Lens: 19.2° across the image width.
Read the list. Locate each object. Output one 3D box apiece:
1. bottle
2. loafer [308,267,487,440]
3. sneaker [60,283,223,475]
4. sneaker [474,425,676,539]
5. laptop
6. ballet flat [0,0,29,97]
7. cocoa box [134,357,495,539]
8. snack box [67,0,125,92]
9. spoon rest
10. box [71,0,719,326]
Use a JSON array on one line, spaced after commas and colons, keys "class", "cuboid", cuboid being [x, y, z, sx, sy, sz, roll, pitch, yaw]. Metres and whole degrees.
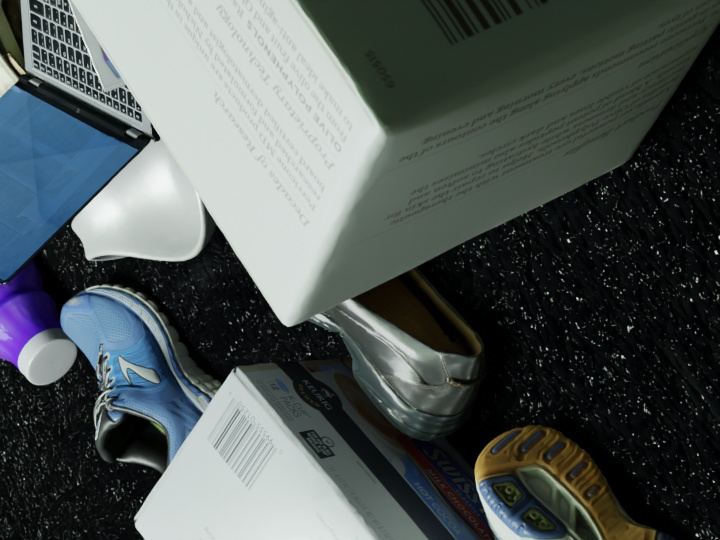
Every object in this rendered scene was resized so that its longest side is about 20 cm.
[{"class": "bottle", "cuboid": [-0.301, 0.014, 1.722, 0.200, 0.083, 0.065, 45, 148, 33]}, {"class": "loafer", "cuboid": [0.000, 0.000, 1.196, 0.200, 0.073, 0.072, 45, 141, 13]}, {"class": "sneaker", "cuboid": [-0.163, 0.085, 1.536, 0.200, 0.089, 0.079, 43, 147, 35]}, {"class": "sneaker", "cuboid": [0.135, 0.171, 1.120, 0.200, 0.075, 0.088, 54, 165, 31]}, {"class": "laptop", "cuboid": [-0.222, -0.122, 1.366, 0.187, 0.116, 0.201, 28, 125, 51]}, {"class": "ballet flat", "cuboid": [-0.260, -0.204, 1.488, 0.062, 0.067, 0.200, -7, 115, 33]}, {"class": "cocoa box", "cuboid": [-0.005, 0.164, 1.234, 0.200, 0.131, 0.134, 48, 119, 27]}, {"class": "snack box", "cuboid": [-0.155, -0.211, 1.258, 0.024, 0.072, 0.200, -112, 2, -76]}, {"class": "spoon rest", "cuboid": [-0.147, -0.042, 1.419, 0.100, 0.061, 0.200, 63, 155, 3]}, {"class": "box", "cuboid": [0.014, -0.125, 0.895, 0.200, 0.199, 0.171, 55, 153, 17]}]
